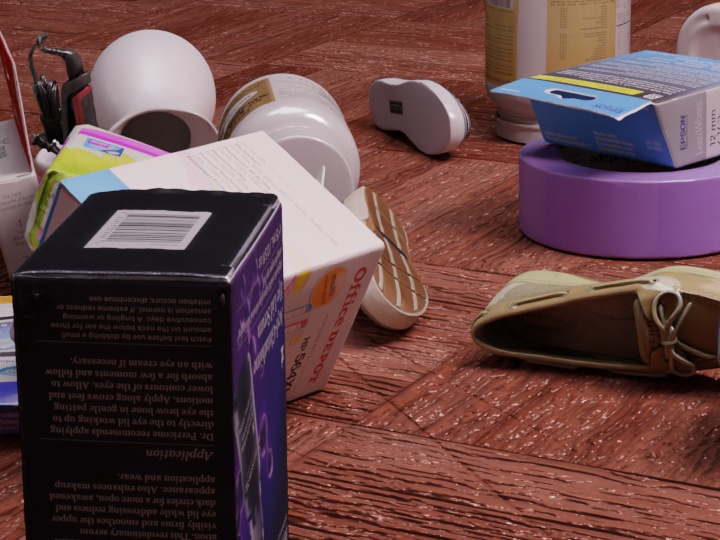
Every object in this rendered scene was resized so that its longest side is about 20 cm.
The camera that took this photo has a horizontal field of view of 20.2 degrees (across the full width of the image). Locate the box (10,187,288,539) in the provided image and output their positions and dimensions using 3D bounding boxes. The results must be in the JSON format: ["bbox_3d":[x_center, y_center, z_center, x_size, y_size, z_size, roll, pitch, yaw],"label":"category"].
[{"bbox_3d":[-0.097,0.075,0.985,0.104,0.201,0.148,1,18,7],"label":"box"}]

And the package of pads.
[{"bbox_3d":[-0.136,-0.033,1.475,0.200,0.068,0.155,19,17,-5],"label":"package of pads"}]

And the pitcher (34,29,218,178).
[{"bbox_3d":[-0.219,-0.143,1.889,0.171,0.122,0.200,-10,29,-2],"label":"pitcher"}]

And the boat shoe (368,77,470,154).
[{"bbox_3d":[0.068,-0.159,1.988,0.056,0.069,0.200,-7,15,-20],"label":"boat shoe"}]

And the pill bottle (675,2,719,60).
[{"bbox_3d":[0.437,-0.241,2.154,0.112,0.112,0.200,15,23,43],"label":"pill bottle"}]

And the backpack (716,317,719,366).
[{"bbox_3d":[0.311,0.034,1.187,0.200,0.163,0.154,3,31,36],"label":"backpack"}]

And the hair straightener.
[{"bbox_3d":[-0.234,-0.098,1.570,0.077,0.200,0.041,16,43,30],"label":"hair straightener"}]

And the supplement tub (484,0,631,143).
[{"bbox_3d":[0.194,-0.234,1.992,0.144,0.201,0.145,-1,17,0],"label":"supplement tub"}]

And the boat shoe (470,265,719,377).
[{"bbox_3d":[0.170,0.037,1.324,0.200,0.073,0.063,6,25,32],"label":"boat shoe"}]

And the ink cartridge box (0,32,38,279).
[{"bbox_3d":[-0.280,-0.092,1.591,0.045,0.177,0.200,-15,19,-9],"label":"ink cartridge box"}]

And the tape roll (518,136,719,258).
[{"bbox_3d":[0.231,-0.067,1.673,0.200,0.066,0.200,-2,17,0],"label":"tape roll"}]

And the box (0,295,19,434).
[{"bbox_3d":[-0.245,0.064,1.315,0.119,0.042,0.200,-2,19,-4],"label":"box"}]

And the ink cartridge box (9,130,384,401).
[{"bbox_3d":[-0.092,0.009,1.261,0.200,0.129,0.125,-18,52,-44],"label":"ink cartridge box"}]

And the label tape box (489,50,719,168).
[{"bbox_3d":[0.225,-0.129,1.658,0.200,0.066,0.143,-19,24,-39],"label":"label tape box"}]

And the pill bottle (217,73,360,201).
[{"bbox_3d":[-0.059,-0.091,1.684,0.114,0.115,0.200,-3,17,-6],"label":"pill bottle"}]

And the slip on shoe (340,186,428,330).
[{"bbox_3d":[0.000,0.000,1.483,0.061,0.076,0.200,-39,22,12],"label":"slip on shoe"}]
